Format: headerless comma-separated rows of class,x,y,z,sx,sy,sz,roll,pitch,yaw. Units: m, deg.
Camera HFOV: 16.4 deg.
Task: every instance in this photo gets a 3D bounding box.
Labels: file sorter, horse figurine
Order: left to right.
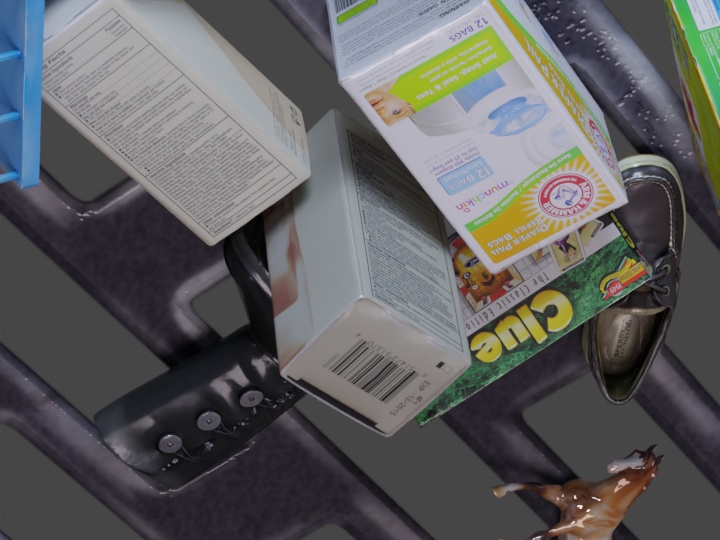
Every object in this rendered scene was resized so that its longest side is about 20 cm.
file sorter,-0.276,-0.154,1.516,0.123,0.139,0.200,-17,135,-27
horse figurine,0.161,0.223,1.963,0.132,0.050,0.200,-11,124,-21

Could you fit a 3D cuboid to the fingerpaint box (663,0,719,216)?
fingerpaint box,0.260,-0.091,1.625,0.073,0.200,0.167,-15,129,4

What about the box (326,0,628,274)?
box,0.078,-0.112,1.647,0.112,0.101,0.200,-28,128,15

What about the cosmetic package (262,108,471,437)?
cosmetic package,0.000,0.000,1.666,0.103,0.200,0.087,32,120,-27

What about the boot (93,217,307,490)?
boot,-0.110,0.063,1.798,0.200,0.066,0.165,-29,126,21

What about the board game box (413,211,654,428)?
board game box,0.095,0.015,1.757,0.200,0.023,0.105,-35,93,15

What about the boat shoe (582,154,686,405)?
boat shoe,0.199,0.010,1.788,0.073,0.065,0.200,-3,129,-3

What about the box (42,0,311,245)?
box,-0.131,-0.117,1.629,0.095,0.078,0.200,-33,126,19
